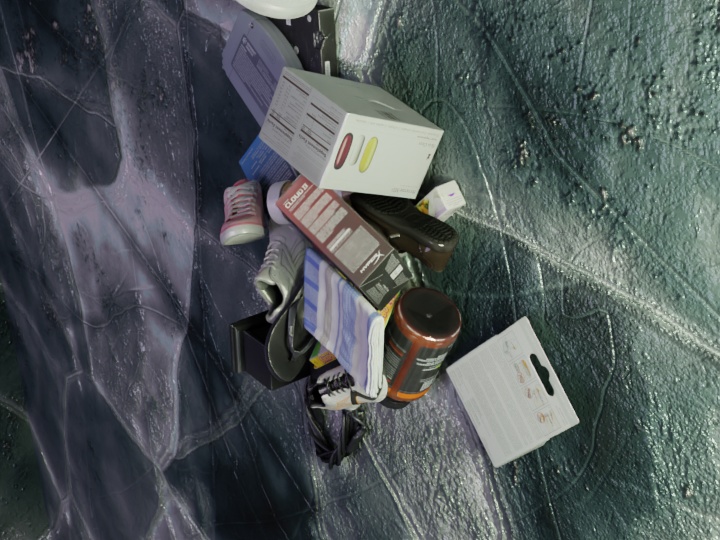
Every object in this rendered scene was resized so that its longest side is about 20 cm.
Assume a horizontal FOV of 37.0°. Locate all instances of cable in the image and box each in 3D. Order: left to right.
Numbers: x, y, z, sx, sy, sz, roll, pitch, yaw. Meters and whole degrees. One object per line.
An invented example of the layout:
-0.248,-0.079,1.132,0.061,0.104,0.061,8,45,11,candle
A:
-0.060,0.268,1.956,0.164,0.050,0.201,56,144,23,cable

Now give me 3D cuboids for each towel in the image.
-0.028,0.075,1.564,0.200,0.023,0.149,44,142,41,towel

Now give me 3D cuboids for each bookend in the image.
-0.085,0.136,1.799,0.198,0.198,0.094,30,129,46,bookend

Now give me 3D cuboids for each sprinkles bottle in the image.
-0.052,-0.116,1.690,0.197,0.068,0.070,-5,102,33,sprinkles bottle

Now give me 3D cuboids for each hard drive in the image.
-0.107,-0.363,1.741,0.199,0.037,0.142,23,123,48,hard drive

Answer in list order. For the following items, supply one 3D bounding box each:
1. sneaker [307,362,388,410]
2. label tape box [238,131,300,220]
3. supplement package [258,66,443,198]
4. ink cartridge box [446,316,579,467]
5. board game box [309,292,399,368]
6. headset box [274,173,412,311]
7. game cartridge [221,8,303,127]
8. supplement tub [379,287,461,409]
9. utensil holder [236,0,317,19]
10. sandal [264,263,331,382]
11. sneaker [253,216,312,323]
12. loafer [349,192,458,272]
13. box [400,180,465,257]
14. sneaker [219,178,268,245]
-0.020,0.178,1.650,0.200,0.079,0.075,-45,54,57,sneaker
-0.118,-0.141,1.836,0.202,0.063,0.144,63,145,10,label tape box
-0.012,-0.192,1.520,0.155,0.198,0.112,41,116,38,supplement package
0.222,0.170,1.518,0.200,0.056,0.165,-40,72,46,ink cartridge box
-0.014,0.086,1.660,0.030,0.097,0.199,34,146,-15,board game box
-0.028,-0.049,1.537,0.200,0.075,0.149,44,178,19,headset box
-0.154,-0.321,1.748,0.201,0.040,0.134,57,139,24,game cartridge
0.076,0.127,1.646,0.107,0.106,0.202,52,141,26,supplement tub
-0.107,-0.501,1.566,0.171,0.168,0.201,56,140,21,utensil holder
-0.093,0.078,1.706,0.043,0.075,0.203,6,71,59,sandal
-0.130,-0.005,1.754,0.077,0.098,0.204,-28,67,45,sneaker
0.054,-0.057,1.547,0.199,0.072,0.072,36,132,38,loafer
0.085,-0.069,1.599,0.039,0.041,0.200,63,146,10,box
-0.200,-0.100,1.794,0.200,0.074,0.107,-41,-61,-87,sneaker
